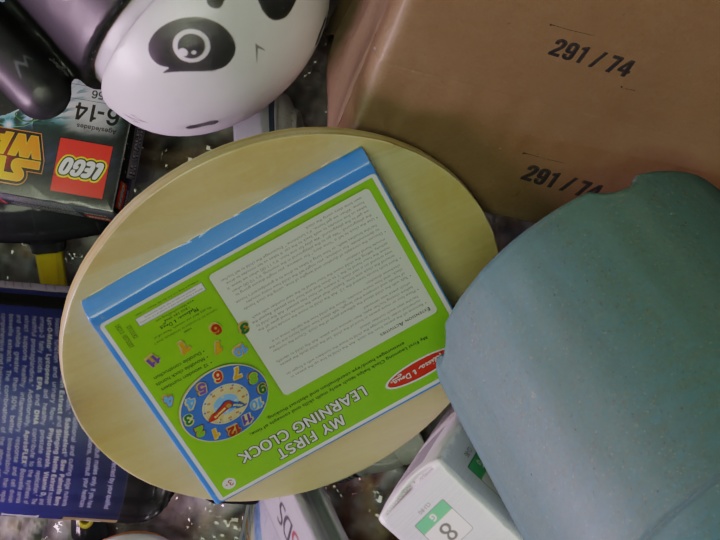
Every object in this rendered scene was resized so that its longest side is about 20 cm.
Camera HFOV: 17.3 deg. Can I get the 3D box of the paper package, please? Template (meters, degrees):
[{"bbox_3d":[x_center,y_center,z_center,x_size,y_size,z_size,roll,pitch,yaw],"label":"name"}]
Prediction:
[{"bbox_3d":[0.098,-0.110,1.021,0.200,0.104,0.191,10,141,-12],"label":"paper package"}]

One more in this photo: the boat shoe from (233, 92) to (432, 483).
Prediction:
[{"bbox_3d":[0.000,0.002,1.141,0.086,0.075,0.202,-12,101,11],"label":"boat shoe"}]

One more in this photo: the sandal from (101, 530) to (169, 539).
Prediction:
[{"bbox_3d":[-0.165,0.176,1.205,0.207,0.059,0.079,-33,126,23],"label":"sandal"}]

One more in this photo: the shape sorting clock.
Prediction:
[{"bbox_3d":[-0.034,0.022,1.045,0.200,0.039,0.200,-8,124,-13],"label":"shape sorting clock"}]

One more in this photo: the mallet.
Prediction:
[{"bbox_3d":[-0.140,0.039,1.192,0.066,0.041,0.200,-12,103,9],"label":"mallet"}]

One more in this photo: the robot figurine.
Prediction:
[{"bbox_3d":[-0.104,-0.153,1.062,0.200,0.125,0.150,49,124,11],"label":"robot figurine"}]

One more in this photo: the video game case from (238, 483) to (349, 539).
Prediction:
[{"bbox_3d":[-0.037,0.206,1.118,0.022,0.182,0.200,5,114,-19],"label":"video game case"}]

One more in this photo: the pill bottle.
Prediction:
[{"bbox_3d":[-0.144,0.062,1.122,0.200,0.112,0.112,5,102,-11],"label":"pill bottle"}]

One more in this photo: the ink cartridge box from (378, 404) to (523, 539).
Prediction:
[{"bbox_3d":[0.110,0.140,1.103,0.200,0.161,0.050,42,111,0],"label":"ink cartridge box"}]

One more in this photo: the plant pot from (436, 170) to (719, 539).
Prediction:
[{"bbox_3d":[0.141,0.077,0.985,0.200,0.200,0.196,-42,58,14],"label":"plant pot"}]

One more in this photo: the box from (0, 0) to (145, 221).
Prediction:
[{"bbox_3d":[-0.198,-0.107,1.149,0.200,0.040,0.137,9,83,7],"label":"box"}]
